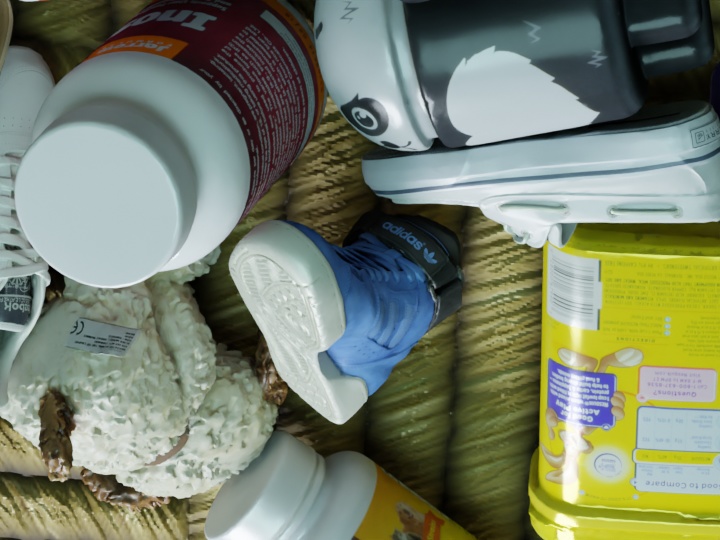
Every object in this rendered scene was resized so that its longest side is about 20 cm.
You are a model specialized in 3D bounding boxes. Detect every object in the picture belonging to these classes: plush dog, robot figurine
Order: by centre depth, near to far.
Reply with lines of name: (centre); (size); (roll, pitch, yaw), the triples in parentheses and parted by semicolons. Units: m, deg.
robot figurine: (0.076, -0.126, 1.445); (0.200, 0.125, 0.150); (-9, 122, 12)
plush dog: (-0.120, 0.069, 1.601); (0.200, 0.161, 0.172); (-35, 137, 27)

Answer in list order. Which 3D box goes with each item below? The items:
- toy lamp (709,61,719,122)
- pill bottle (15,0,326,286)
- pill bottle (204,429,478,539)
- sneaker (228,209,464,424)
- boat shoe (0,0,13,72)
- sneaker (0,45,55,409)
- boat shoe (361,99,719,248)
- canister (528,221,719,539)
toy lamp: (0.217, -0.018, 1.465); (0.058, 0.200, 0.058); (-7, 158, -3)
pill bottle: (-0.097, -0.069, 1.441); (0.113, 0.200, 0.113); (7, 114, 15)
pill bottle: (0.009, 0.180, 1.662); (0.200, 0.109, 0.109); (37, 120, -16)
sneaker: (-0.001, -0.001, 1.522); (0.077, 0.111, 0.200); (38, 165, 24)
boat shoe: (-0.234, -0.067, 1.486); (0.072, 0.072, 0.200); (28, 104, 8)
sneaker: (-0.194, -0.021, 1.534); (0.076, 0.080, 0.200); (9, 95, -38)
boat shoe: (0.094, -0.042, 1.484); (0.200, 0.074, 0.067); (-4, 107, 30)
canister: (0.169, 0.054, 1.575); (0.148, 0.087, 0.200); (3, 122, 6)
